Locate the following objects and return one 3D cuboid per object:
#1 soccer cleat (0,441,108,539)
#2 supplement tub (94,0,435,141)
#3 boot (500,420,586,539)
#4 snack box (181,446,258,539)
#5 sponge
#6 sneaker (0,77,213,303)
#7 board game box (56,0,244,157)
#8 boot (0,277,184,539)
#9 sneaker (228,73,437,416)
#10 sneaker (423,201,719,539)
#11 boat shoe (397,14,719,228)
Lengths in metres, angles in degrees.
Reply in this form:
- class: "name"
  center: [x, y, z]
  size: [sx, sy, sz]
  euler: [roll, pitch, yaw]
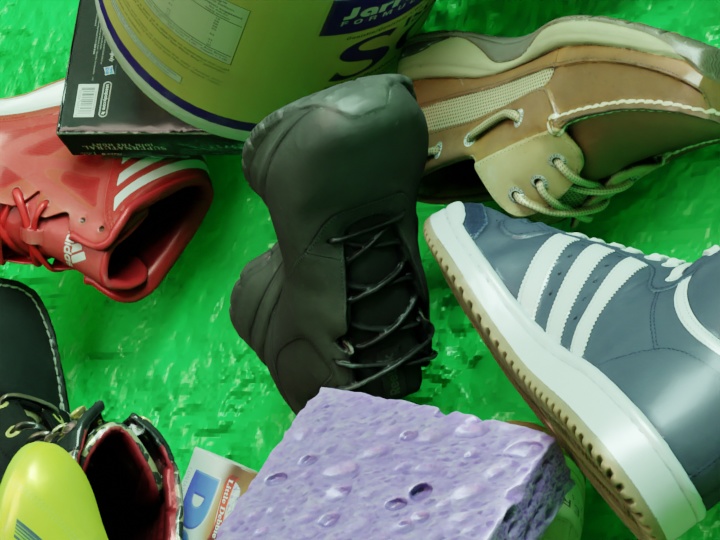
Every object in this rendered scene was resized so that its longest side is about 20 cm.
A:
- class: "soccer cleat"
  center: [-0.102, 0.165, 0.984]
  size: [0.084, 0.065, 0.200]
  euler: [-1, 98, 26]
- class: "supplement tub"
  center: [-0.027, -0.153, 1.004]
  size: [0.200, 0.145, 0.146]
  euler: [120, 158, -65]
- class: "boot"
  center: [0.005, 0.162, 0.901]
  size: [0.200, 0.073, 0.156]
  euler: [-36, 32, 26]
- class: "snack box"
  center: [-0.080, 0.179, 1.056]
  size: [0.072, 0.024, 0.200]
  euler: [17, 85, 54]
- class: "sponge"
  center: [-0.019, 0.128, 0.847]
  size: [0.112, 0.030, 0.200]
  euler: [8, 51, 39]
- class: "sneaker"
  center: [-0.164, -0.027, 1.155]
  size: [0.200, 0.078, 0.116]
  euler: [-23, 40, -6]
- class: "board game box"
  center: [-0.059, -0.148, 1.151]
  size: [0.135, 0.028, 0.200]
  euler: [1, 68, 15]
- class: "boot"
  center: [-0.134, 0.078, 1.115]
  size: [0.154, 0.073, 0.204]
  euler: [-37, 51, 51]
- class: "sneaker"
  center: [0.000, 0.000, 0.972]
  size: [0.200, 0.076, 0.091]
  euler: [96, 151, -58]
- class: "sneaker"
  center: [0.101, 0.011, 0.873]
  size: [0.108, 0.070, 0.200]
  euler: [-35, 33, -1]
- class: "boat shoe"
  center: [0.080, -0.052, 0.955]
  size: [0.200, 0.076, 0.074]
  euler: [3, 78, 60]
